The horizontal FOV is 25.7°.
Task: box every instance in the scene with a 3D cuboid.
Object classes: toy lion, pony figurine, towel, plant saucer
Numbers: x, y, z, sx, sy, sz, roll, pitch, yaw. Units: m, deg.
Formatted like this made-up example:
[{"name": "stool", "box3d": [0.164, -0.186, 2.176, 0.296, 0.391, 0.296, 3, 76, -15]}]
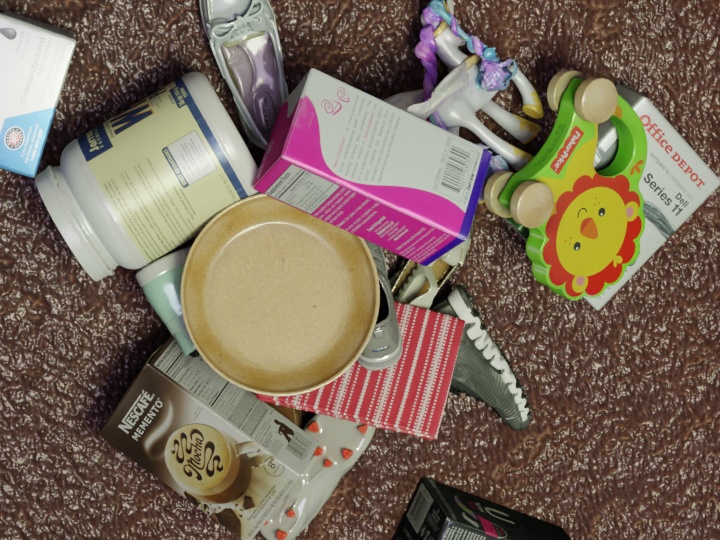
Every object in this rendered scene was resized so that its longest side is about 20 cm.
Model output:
[{"name": "toy lion", "box3d": [0.234, -0.078, 1.641, 0.191, 0.069, 0.201, 35, 85, -34]}, {"name": "pony figurine", "box3d": [0.095, -0.171, 1.646, 0.200, 0.166, 0.193, 48, 60, -17]}, {"name": "towel", "box3d": [-0.001, 0.093, 1.660, 0.198, 0.023, 0.146, 13, 64, 7]}, {"name": "plant saucer", "box3d": [-0.081, 0.024, 1.575, 0.198, 0.035, 0.202, 1, 86, -9]}]

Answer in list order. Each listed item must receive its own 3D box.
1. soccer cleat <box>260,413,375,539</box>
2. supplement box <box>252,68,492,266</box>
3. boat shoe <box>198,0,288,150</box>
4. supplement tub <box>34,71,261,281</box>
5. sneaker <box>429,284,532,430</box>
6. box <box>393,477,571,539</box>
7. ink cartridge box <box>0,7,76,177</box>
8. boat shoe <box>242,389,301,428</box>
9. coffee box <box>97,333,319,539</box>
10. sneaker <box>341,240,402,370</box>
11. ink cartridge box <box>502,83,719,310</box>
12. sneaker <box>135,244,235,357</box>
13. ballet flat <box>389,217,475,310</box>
[{"name": "soccer cleat", "box3d": [-0.047, 0.217, 1.756, 0.069, 0.078, 0.201, 38, 102, 13]}, {"name": "supplement box", "box3d": [0.010, -0.098, 1.541, 0.199, 0.103, 0.102, 25, 67, -14]}, {"name": "boat shoe", "box3d": [-0.112, -0.218, 1.614, 0.074, 0.065, 0.204, -16, 109, -8]}, {"name": "supplement tub", "box3d": [-0.211, -0.092, 1.587, 0.199, 0.145, 0.146, -30, 111, -2]}, {"name": "sneaker", "box3d": [0.121, 0.111, 1.763, 0.090, 0.067, 0.201, -30, 120, 4]}, {"name": "box", "box3d": [0.149, 0.333, 1.808, 0.199, 0.122, 0.107, 22, 100, -18]}, {"name": "ink cartridge box", "box3d": [-0.395, -0.193, 1.546, 0.198, 0.084, 0.146, 17, 99, -16]}, {"name": "boat shoe", "box3d": [-0.114, 0.117, 1.713, 0.071, 0.068, 0.201, -24, 110, -5]}, {"name": "coffee box", "box3d": [-0.161, 0.177, 1.671, 0.199, 0.080, 0.113, 36, 117, -2]}, {"name": "sneaker", "box3d": [0.000, 0.000, 1.650, 0.074, 0.201, 0.082, -19, 153, -10]}, {"name": "ink cartridge box", "box3d": [0.272, -0.082, 1.731, 0.146, 0.083, 0.200, 42, 93, -21]}, {"name": "sneaker", "box3d": [-0.126, 0.017, 1.641, 0.199, 0.074, 0.119, -26, 89, -31]}, {"name": "ballet flat", "box3d": [0.073, 0.002, 1.716, 0.068, 0.075, 0.201, 30, 98, -21]}]
